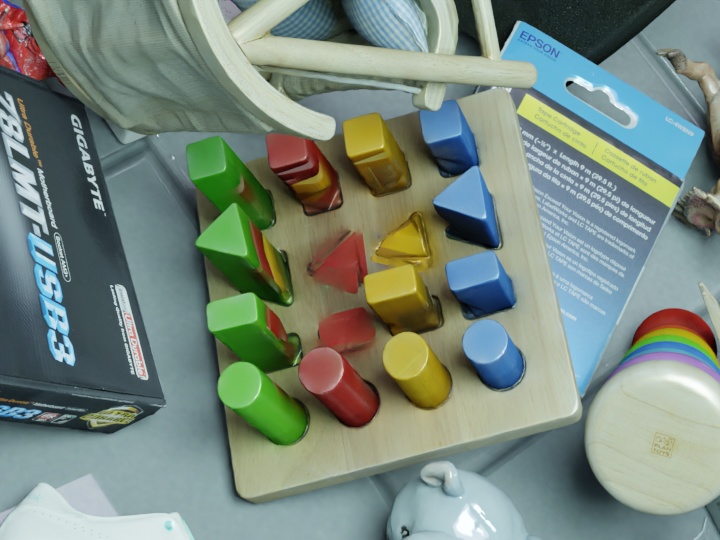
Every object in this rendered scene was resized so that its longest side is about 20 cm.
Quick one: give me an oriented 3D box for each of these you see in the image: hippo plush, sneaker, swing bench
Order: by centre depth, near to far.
[{"bbox_3d":[-0.097,0.171,0.841,0.198,0.076,0.089,27,47,-4],"label":"sneaker"},{"bbox_3d":[0.086,0.167,0.852,0.160,0.160,0.201,36,59,0],"label":"hippo plush"},{"bbox_3d":[-0.049,-0.137,0.857,0.198,0.198,0.131,-21,107,-30],"label":"swing bench"}]

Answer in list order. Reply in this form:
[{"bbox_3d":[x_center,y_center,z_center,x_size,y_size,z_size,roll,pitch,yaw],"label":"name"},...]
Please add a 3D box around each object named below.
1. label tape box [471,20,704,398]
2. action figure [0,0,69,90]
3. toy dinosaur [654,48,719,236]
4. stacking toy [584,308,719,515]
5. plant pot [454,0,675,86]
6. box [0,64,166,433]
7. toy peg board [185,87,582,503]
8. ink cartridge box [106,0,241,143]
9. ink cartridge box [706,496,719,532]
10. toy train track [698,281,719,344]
[{"bbox_3d":[0.108,-0.033,1.000,0.142,0.066,0.201,30,67,-2],"label":"label tape box"},{"bbox_3d":[-0.235,-0.176,0.934,0.199,0.099,0.065,35,60,6],"label":"action figure"},{"bbox_3d":[0.259,-0.087,1.087,0.199,0.085,0.137,-25,117,-54],"label":"toy dinosaur"},{"bbox_3d":[0.183,0.069,0.942,0.085,0.086,0.200,40,20,3],"label":"stacking toy"},{"bbox_3d":[0.132,-0.242,1.046,0.199,0.178,0.200,31,37,-1],"label":"plant pot"},{"bbox_3d":[-0.198,-0.021,0.845,0.198,0.049,0.202,18,50,-57],"label":"box"},{"bbox_3d":[0.000,0.000,0.884,0.197,0.098,0.202,-15,68,12],"label":"toy peg board"},{"bbox_3d":[-0.091,-0.176,1.015,0.199,0.067,0.118,-29,76,-29],"label":"ink cartridge box"},{"bbox_3d":[0.332,0.173,1.004,0.198,0.050,0.164,-19,72,-23],"label":"ink cartridge box"},{"bbox_3d":[0.233,0.072,0.923,0.200,0.032,0.116,-79,146,-67],"label":"toy train track"}]
